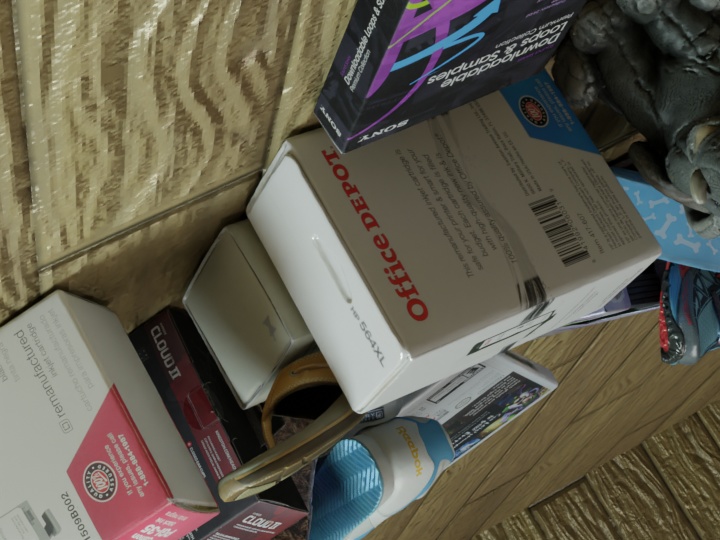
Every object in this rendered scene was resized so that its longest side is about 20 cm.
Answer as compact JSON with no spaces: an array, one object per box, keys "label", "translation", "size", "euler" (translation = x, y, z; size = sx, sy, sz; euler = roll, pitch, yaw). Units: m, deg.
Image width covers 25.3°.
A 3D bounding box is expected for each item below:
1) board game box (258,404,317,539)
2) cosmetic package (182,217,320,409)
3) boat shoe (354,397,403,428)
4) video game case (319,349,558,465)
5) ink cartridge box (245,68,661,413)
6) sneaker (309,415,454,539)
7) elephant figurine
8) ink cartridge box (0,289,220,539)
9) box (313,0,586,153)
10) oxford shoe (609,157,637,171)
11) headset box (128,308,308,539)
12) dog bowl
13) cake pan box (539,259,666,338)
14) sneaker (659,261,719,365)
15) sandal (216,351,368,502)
[{"label":"board game box","translation":[-0.115,0.185,1.196],"size":[0.097,0.160,0.200],"euler":[18,142,-17]},{"label":"cosmetic package","translation":[0.000,0.000,1.024],"size":[0.200,0.087,0.103],"euler":[-21,162,-34]},{"label":"boat shoe","translation":[0.005,0.045,1.211],"size":[0.071,0.091,0.200],"euler":[-7,-168,3]},{"label":"video game case","translation":[0.054,0.131,1.336],"size":[0.200,0.023,0.182],"euler":[-38,153,13]},{"label":"ink cartridge box","translation":[0.054,-0.023,0.947],"size":[0.200,0.146,0.084],"euler":[-20,162,-32]},{"label":"sneaker","translation":[0.001,0.164,1.197],"size":[0.081,0.077,0.200],"euler":[-18,170,-30]},{"label":"elephant figurine","translation":[0.214,-0.081,0.966],"size":[0.155,0.200,0.142],"euler":[-22,161,-30]},{"label":"ink cartridge box","translation":[-0.205,0.128,0.923],"size":[0.200,0.147,0.083],"euler":[-34,163,7]},{"label":"box","translation":[0.063,-0.143,0.809],"size":[0.143,0.036,0.200],"euler":[-24,164,-24]},{"label":"oxford shoe","translation":[0.253,-0.065,1.323],"size":[0.200,0.073,0.084],"euler":[-20,158,-36]},{"label":"headset box","translation":[-0.140,0.133,1.042],"size":[0.200,0.149,0.075],"euler":[-36,154,12]},{"label":"dog bowl","translation":[0.219,-0.040,1.166],"size":[0.200,0.111,0.050],"euler":[-43,147,-80]},{"label":"cake pan box","translation":[0.157,0.029,1.357],"size":[0.199,0.052,0.184],"euler":[-16,175,29]},{"label":"sneaker","translation":[0.304,0.019,1.315],"size":[0.095,0.080,0.200],"euler":[6,-155,24]},{"label":"sandal","translation":[-0.019,0.070,0.956],"size":[0.200,0.054,0.080],"euler":[-40,176,-31]}]
